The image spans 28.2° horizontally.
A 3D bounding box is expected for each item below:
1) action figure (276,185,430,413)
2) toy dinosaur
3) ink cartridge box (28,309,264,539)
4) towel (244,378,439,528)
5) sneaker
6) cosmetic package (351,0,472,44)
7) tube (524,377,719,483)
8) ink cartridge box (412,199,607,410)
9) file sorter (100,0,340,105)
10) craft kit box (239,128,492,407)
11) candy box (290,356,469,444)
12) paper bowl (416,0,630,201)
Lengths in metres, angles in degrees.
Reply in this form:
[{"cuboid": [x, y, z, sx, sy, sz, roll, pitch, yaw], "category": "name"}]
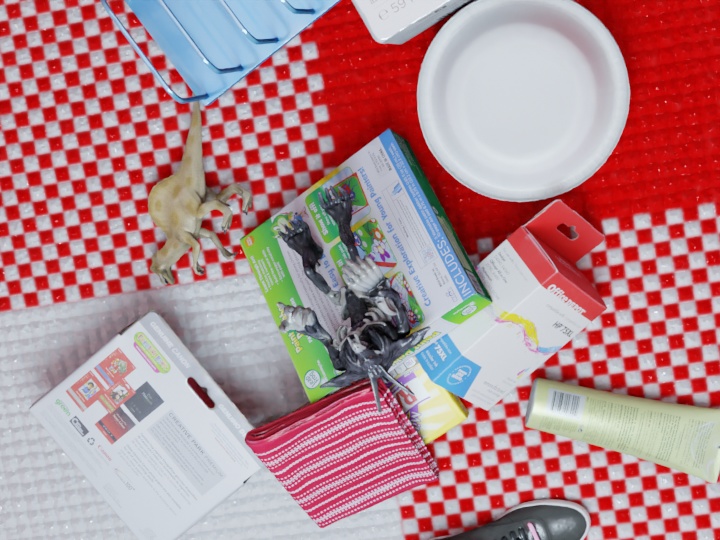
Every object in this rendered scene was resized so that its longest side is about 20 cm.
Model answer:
[{"cuboid": [-0.017, 0.028, 1.299, 0.119, 0.102, 0.200, -33, 60, 18], "category": "action figure"}, {"cuboid": [-0.166, -0.070, 1.437, 0.101, 0.058, 0.200, 18, 103, 17], "category": "toy dinosaur"}, {"cuboid": [-0.203, 0.157, 1.474, 0.176, 0.084, 0.200, -38, 93, 13], "category": "ink cartridge box"}, {"cuboid": [-0.013, 0.183, 1.408, 0.144, 0.023, 0.200, -24, 140, 6], "category": "towel"}, {"cuboid": [0.135, 0.289, 1.436, 0.200, 0.099, 0.071, -18, 95, 10], "category": "sneaker"}, {"cuboid": [0.045, -0.332, 1.308, 0.167, 0.166, 0.200, -31, 93, 13], "category": "cosmetic package"}, {"cuboid": [0.265, 0.154, 1.422, 0.200, 0.052, 0.058, 12, 143, 3], "category": "tube"}, {"cuboid": [0.153, 0.035, 1.374, 0.200, 0.116, 0.067, -43, 54, 14], "category": "ink cartridge box"}, {"cuboid": [-0.128, -0.269, 1.369, 0.200, 0.123, 0.139, -36, 92, 13], "category": "file sorter"}, {"cuboid": [0.000, 0.000, 1.380, 0.197, 0.049, 0.200, -34, 62, 16], "category": "craft kit box"}, {"cuboid": [0.001, 0.160, 1.472, 0.200, 0.026, 0.102, -34, 97, 13], "category": "candy box"}, {"cuboid": [0.153, -0.164, 1.353, 0.200, 0.104, 0.201, 1, 101, 8], "category": "paper bowl"}]
